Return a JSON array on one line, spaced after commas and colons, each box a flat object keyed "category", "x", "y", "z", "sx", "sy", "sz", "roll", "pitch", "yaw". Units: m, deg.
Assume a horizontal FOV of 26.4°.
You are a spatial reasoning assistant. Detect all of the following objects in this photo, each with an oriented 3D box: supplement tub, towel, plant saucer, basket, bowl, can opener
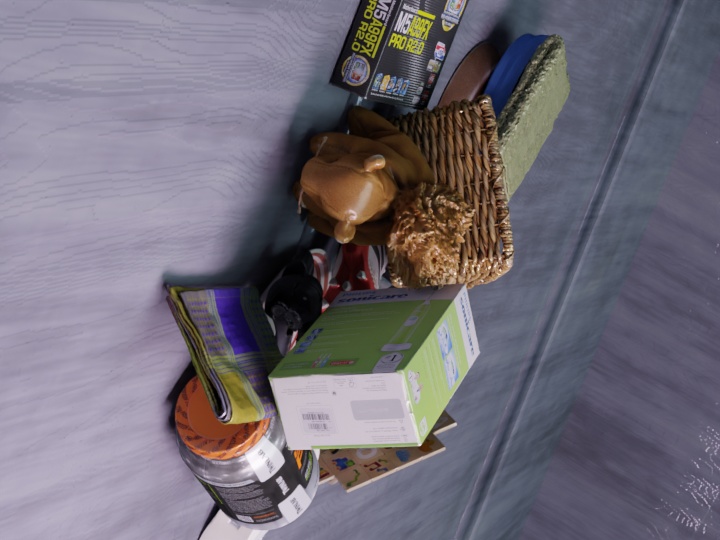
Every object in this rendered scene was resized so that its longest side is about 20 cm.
[{"category": "supplement tub", "x": -0.120, "y": 0.185, "z": 1.607, "sx": 0.123, "sy": 0.122, "sz": 0.200, "roll": -58, "pitch": 156, "yaw": -19}, {"category": "towel", "x": 0.210, "y": -0.192, "z": 1.954, "sx": 0.201, "sy": 0.036, "sz": 0.148, "roll": -60, "pitch": 160, "yaw": -14}, {"category": "plant saucer", "x": 0.143, "y": -0.197, "z": 1.996, "sx": 0.201, "sy": 0.034, "sz": 0.201, "roll": -54, "pitch": 159, "yaw": -33}, {"category": "basket", "x": 0.107, "y": -0.080, "z": 1.739, "sx": 0.143, "sy": 0.148, "sz": 0.201, "roll": 22, "pitch": 57, "yaw": -71}, {"category": "towel", "x": -0.117, "y": 0.078, "z": 1.488, "sx": 0.023, "sy": 0.144, "sz": 0.200, "roll": -29, "pitch": 168, "yaw": 18}, {"category": "bowl", "x": 0.201, "y": -0.217, "z": 2.015, "sx": 0.201, "sy": 0.039, "sz": 0.201, "roll": -54, "pitch": 158, "yaw": -32}, {"category": "can opener", "x": -0.069, "y": 0.073, "z": 1.640, "sx": 0.079, "sy": 0.063, "sz": 0.201, "roll": -46, "pitch": 153, "yaw": -43}]

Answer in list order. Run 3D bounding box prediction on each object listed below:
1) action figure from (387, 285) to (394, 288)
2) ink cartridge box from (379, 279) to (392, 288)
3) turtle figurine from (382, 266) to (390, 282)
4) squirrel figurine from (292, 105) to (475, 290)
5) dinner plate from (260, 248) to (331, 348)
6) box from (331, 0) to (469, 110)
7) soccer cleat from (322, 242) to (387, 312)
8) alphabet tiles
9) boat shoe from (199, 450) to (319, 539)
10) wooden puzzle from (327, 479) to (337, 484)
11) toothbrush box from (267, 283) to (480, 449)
[{"category": "action figure", "x": 0.035, "y": 0.043, "z": 1.822, "sx": 0.199, "sy": 0.069, "sz": 0.131, "roll": -11, "pitch": 119, "yaw": -34}, {"category": "ink cartridge box", "x": 0.015, "y": 0.073, "z": 1.933, "sx": 0.116, "sy": 0.068, "sz": 0.200, "roll": -64, "pitch": 161, "yaw": -4}, {"category": "turtle figurine", "x": 0.094, "y": -0.078, "z": 1.910, "sx": 0.149, "sy": 0.101, "sz": 0.201, "roll": -16, "pitch": 141, "yaw": -57}, {"category": "squirrel figurine", "x": 0.026, "y": -0.072, "z": 1.568, "sx": 0.142, "sy": 0.199, "sz": 0.187, "roll": -60, "pitch": 173, "yaw": 5}, {"category": "dinner plate", "x": -0.092, "y": 0.064, "z": 1.700, "sx": 0.200, "sy": 0.024, "sz": 0.201, "roll": -52, "pitch": 157, "yaw": -33}, {"category": "box", "x": 0.050, "y": -0.258, "z": 1.645, "sx": 0.161, "sy": 0.044, "sz": 0.200, "roll": -68, "pitch": 162, "yaw": 10}, {"category": "soccer cleat", "x": 0.000, "y": 0.000, "z": 1.722, "sx": 0.085, "sy": 0.068, "sz": 0.201, "roll": 22, "pitch": 69, "yaw": -60}, {"category": "alphabet tiles", "x": 0.009, "y": 0.200, "z": 1.866, "sx": 0.199, "sy": 0.166, "sz": 0.006, "roll": -21, "pitch": 122, "yaw": -17}, {"category": "boat shoe", "x": -0.114, "y": 0.269, "z": 1.805, "sx": 0.201, "sy": 0.072, "sz": 0.069, "roll": -59, "pitch": 170, "yaw": 4}, {"category": "wooden puzzle", "x": 0.035, "y": 0.195, "z": 2.075, "sx": 0.185, "sy": 0.037, "sz": 0.200, "roll": -54, "pitch": -179, "yaw": -32}, {"category": "toothbrush box", "x": 0.018, "y": 0.093, "z": 1.533, "sx": 0.200, "sy": 0.145, "sz": 0.087, "roll": -52, "pitch": 132, "yaw": -57}]
